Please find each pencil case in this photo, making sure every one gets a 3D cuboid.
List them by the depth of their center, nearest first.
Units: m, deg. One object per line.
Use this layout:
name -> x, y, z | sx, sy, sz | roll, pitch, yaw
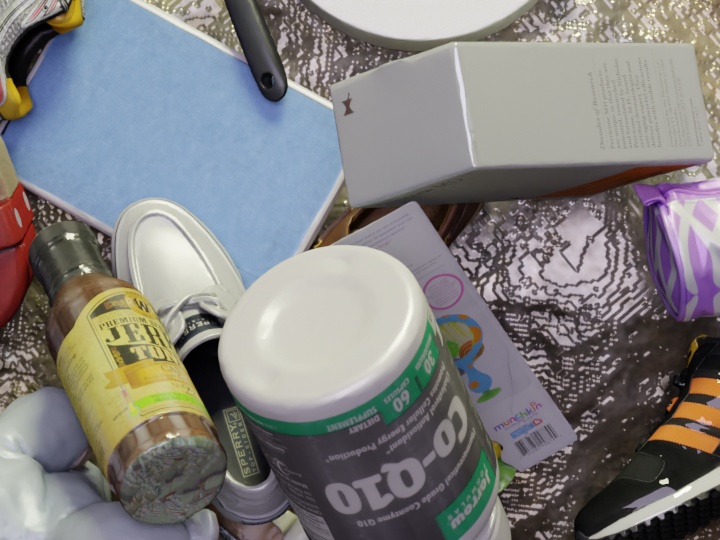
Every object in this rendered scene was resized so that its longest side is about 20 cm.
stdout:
pencil case -> 0.257, -0.032, 1.525 | 0.198, 0.084, 0.086 | -17, 127, -7

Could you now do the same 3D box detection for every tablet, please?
tablet -> -0.107, -0.073, 1.563 | 0.199, 0.014, 0.131 | 29, 86, 12

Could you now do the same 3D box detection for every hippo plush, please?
hippo plush -> -0.147, 0.141, 1.461 | 0.160, 0.201, 0.160 | 13, 46, 25

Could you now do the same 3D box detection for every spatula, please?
spatula -> -0.079, -0.190, 1.567 | 0.056, 0.020, 0.201 | -27, 72, 32

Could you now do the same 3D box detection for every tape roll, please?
tape roll -> 0.034, -0.230, 1.580 | 0.201, 0.037, 0.205 | 0, 85, 1

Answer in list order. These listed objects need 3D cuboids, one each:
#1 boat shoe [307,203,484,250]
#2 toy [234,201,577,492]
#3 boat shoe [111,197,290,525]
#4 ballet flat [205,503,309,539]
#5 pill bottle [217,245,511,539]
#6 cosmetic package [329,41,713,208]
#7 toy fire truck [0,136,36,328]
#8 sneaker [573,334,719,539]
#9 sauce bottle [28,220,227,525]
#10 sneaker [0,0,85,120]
boat shoe -> 0.001, 0.000, 1.542 | 0.072, 0.068, 0.201 | 38, 86, 4
toy -> 0.026, 0.049, 1.503 | 0.115, 0.047, 0.200 | -30, 122, 9
boat shoe -> -0.084, 0.041, 1.490 | 0.073, 0.065, 0.201 | -25, 72, -9
ballet flat -> -0.050, 0.139, 1.529 | 0.199, 0.074, 0.074 | 35, 86, 4
pill bottle -> 0.009, 0.091, 1.424 | 0.112, 0.201, 0.114 | -13, 45, 13
cosmetic package -> 0.091, -0.081, 1.479 | 0.199, 0.101, 0.072 | -4, 82, -43
toy fire truck -> -0.260, 0.036, 1.527 | 0.175, 0.129, 0.201 | -19, 102, 3
sneaker -> 0.198, 0.087, 1.539 | 0.199, 0.070, 0.090 | -30, 69, -2
sauce bottle -> -0.132, 0.048, 1.442 | 0.064, 0.065, 0.200 | -30, 47, -2
sneaker -> -0.184, -0.179, 1.559 | 0.082, 0.078, 0.201 | 27, 94, 8
